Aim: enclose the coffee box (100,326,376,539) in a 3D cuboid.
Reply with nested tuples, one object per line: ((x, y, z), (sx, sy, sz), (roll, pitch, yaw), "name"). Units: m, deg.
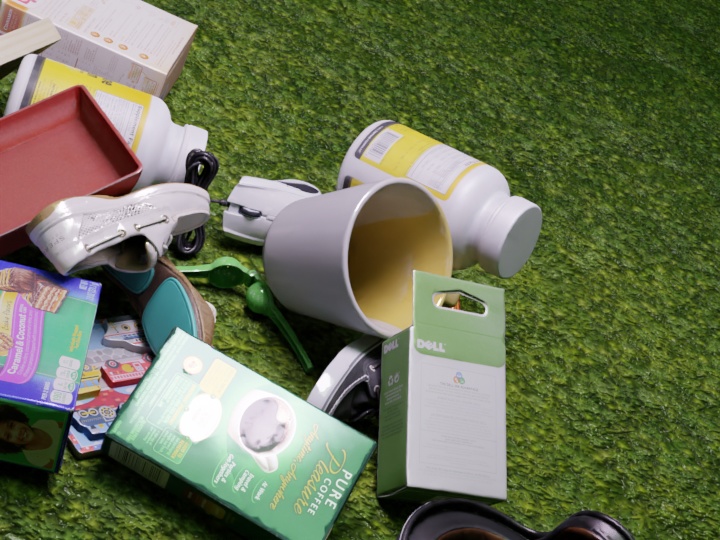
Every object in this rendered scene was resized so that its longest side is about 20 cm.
((-0.099, 0.147, 1.203), (0.199, 0.044, 0.123), (29, 55, 1), "coffee box")

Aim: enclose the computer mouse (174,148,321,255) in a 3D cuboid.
((-0.105, -0.063, 1.509), (0.199, 0.110, 0.044), (3, 20, -43), "computer mouse")

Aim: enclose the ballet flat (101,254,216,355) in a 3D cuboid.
((-0.176, 0.027, 1.338), (0.072, 0.068, 0.200), (20, 20, -50), "ballet flat")

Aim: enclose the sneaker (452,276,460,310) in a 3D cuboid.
((0.050, 0.015, 1.556), (0.077, 0.073, 0.200), (-10, 37, -21), "sneaker")

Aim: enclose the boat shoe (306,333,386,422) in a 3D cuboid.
((0.008, 0.109, 1.372), (0.066, 0.070, 0.200), (32, 23, 12), "boat shoe")

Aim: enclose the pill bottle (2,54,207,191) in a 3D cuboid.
((-0.262, -0.137, 1.484), (0.199, 0.112, 0.112), (19, 31, -14), "pill bottle")

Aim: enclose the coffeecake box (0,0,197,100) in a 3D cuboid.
((-0.306, -0.268, 1.686), (0.199, 0.073, 0.154), (24, 31, -5), "coffeecake box")

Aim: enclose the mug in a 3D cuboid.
((-0.007, 0.002, 1.417), (0.153, 0.187, 0.150), (2, 42, 45), "mug")

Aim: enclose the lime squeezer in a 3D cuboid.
((-0.118, 0.024, 1.426), (0.199, 0.038, 0.071), (30, 31, 4), "lime squeezer")

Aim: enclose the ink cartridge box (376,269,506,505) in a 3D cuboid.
((0.075, 0.110, 1.326), (0.103, 0.059, 0.202), (12, 68, -25), "ink cartridge box")

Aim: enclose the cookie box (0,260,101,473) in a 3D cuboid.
((-0.320, 0.062, 1.164), (0.199, 0.076, 0.172), (13, 33, -10), "cookie box")

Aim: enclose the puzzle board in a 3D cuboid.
((-0.198, 0.091, 1.285), (0.199, 0.017, 0.151), (-7, 44, -44), "puzzle board")

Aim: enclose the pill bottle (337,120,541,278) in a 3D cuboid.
((0.082, -0.069, 1.506), (0.199, 0.113, 0.112), (29, 28, 28), "pill bottle")

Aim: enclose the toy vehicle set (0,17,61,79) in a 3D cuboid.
((-0.400, -0.192, 1.458), (0.027, 0.124, 0.200), (59, 30, -9), "toy vehicle set")

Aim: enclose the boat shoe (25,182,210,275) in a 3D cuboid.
((-0.202, -0.028, 1.285), (0.199, 0.071, 0.070), (-14, 69, -49), "boat shoe")

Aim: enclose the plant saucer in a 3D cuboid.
((-0.312, -0.080, 1.333), (0.199, 0.037, 0.200), (-26, 38, -13), "plant saucer")

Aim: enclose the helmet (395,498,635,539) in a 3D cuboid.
((0.105, 0.266, 1.083), (0.199, 0.190, 0.202), (16, 67, -42), "helmet")
